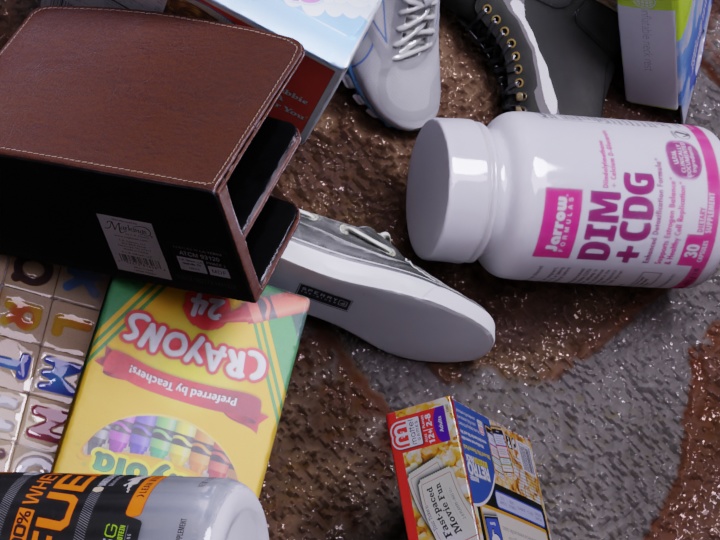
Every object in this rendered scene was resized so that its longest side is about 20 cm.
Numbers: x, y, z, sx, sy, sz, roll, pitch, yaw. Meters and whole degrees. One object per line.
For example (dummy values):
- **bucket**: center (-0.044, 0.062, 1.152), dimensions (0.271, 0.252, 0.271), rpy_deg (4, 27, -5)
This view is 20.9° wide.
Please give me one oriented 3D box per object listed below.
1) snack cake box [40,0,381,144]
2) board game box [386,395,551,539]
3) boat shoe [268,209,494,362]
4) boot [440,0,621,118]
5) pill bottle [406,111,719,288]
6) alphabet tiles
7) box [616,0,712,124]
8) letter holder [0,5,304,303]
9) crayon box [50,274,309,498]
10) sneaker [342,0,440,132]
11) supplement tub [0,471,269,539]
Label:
- **snack cake box**: center (-0.098, -0.174, 1.250), dimensions (0.200, 0.115, 0.067), rpy_deg (28, 62, -4)
- **board game box**: center (0.081, 0.190, 1.183), dimensions (0.046, 0.151, 0.200), rpy_deg (-18, 68, 19)
- **boat shoe**: center (0.000, 0.000, 1.279), dimensions (0.200, 0.071, 0.064), rpy_deg (21, 52, -14)
- **boot**: center (0.095, -0.164, 1.379), dimensions (0.200, 0.077, 0.139), rpy_deg (15, 69, -9)
- **pill bottle**: center (0.139, -0.048, 1.315), dimensions (0.199, 0.113, 0.114), rpy_deg (3, 67, -16)
- **alphabet tiles**: center (-0.187, 0.052, 1.239), dimensions (0.167, 0.008, 0.200), rpy_deg (15, 64, -10)
- **box**: center (0.217, -0.208, 1.377), dimensions (0.048, 0.200, 0.122), rpy_deg (10, 63, 16)
- **letter holder**: center (-0.135, -0.079, 1.206), dimensions (0.200, 0.101, 0.142), rpy_deg (10, 52, 23)
- **crayon box**: center (-0.116, 0.094, 1.211), dimensions (0.127, 0.051, 0.200), rpy_deg (17, 64, -9)
- **sneaker**: center (0.026, -0.185, 1.316), dimensions (0.075, 0.087, 0.200), rpy_deg (-28, 115, -30)
- **supplement tub**: center (-0.160, 0.176, 1.100), dimensions (0.199, 0.123, 0.123), rpy_deg (-1, 65, 14)
